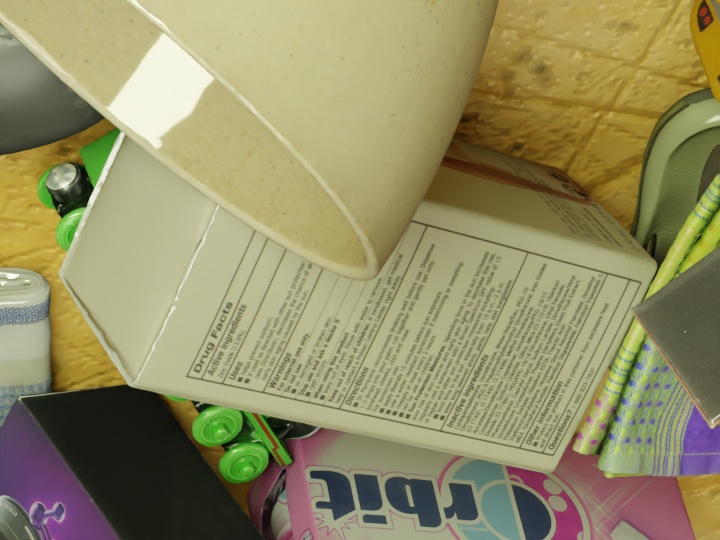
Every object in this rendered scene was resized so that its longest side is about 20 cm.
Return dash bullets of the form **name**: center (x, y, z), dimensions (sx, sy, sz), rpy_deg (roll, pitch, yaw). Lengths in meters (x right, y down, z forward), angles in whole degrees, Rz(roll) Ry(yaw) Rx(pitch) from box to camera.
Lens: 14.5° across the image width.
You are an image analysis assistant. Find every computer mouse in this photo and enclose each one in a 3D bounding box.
- **computer mouse**: center (-0.164, -0.046, 1.027), dimensions (0.199, 0.046, 0.141), rpy_deg (-5, 137, -8)

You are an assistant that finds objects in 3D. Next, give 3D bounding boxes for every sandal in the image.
- **sandal**: center (0.146, 0.011, 1.185), dimensions (0.079, 0.058, 0.202), rpy_deg (-9, 137, -5)

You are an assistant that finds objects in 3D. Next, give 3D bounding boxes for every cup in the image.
- **cup**: center (-0.030, -0.115, 0.902), dimensions (0.143, 0.200, 0.200), rpy_deg (-52, 134, -9)

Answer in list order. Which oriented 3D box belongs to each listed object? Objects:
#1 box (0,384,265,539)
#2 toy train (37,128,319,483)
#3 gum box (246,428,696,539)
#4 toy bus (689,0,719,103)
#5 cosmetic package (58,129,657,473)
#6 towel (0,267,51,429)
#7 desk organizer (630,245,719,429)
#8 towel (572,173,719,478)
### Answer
- **box**: center (-0.092, 0.166, 1.164), dimensions (0.079, 0.200, 0.141), rpy_deg (-6, 136, -44)
- **toy train**: center (-0.068, 0.016, 1.152), dimensions (0.056, 0.042, 0.200), rpy_deg (-30, 136, 1)
- **gum box**: center (0.049, 0.130, 1.244), dimensions (0.199, 0.114, 0.066), rpy_deg (8, 133, -21)
- **toy bus**: center (0.197, -0.082, 1.097), dimensions (0.199, 0.065, 0.078), rpy_deg (25, 126, -35)
- **cosmetic package**: center (0.000, 0.000, 1.085), dimensions (0.199, 0.087, 0.104), rpy_deg (15, 111, -35)
- **towel**: center (-0.204, 0.073, 1.187), dimensions (0.146, 0.024, 0.201), rpy_deg (-5, 138, -13)
- **desk organizer**: center (0.211, -0.002, 1.062), dimensions (0.200, 0.072, 0.077), rpy_deg (-36, 132, 5)
- **towel**: center (0.180, 0.025, 1.162), dimensions (0.199, 0.023, 0.144), rpy_deg (7, 113, -48)
